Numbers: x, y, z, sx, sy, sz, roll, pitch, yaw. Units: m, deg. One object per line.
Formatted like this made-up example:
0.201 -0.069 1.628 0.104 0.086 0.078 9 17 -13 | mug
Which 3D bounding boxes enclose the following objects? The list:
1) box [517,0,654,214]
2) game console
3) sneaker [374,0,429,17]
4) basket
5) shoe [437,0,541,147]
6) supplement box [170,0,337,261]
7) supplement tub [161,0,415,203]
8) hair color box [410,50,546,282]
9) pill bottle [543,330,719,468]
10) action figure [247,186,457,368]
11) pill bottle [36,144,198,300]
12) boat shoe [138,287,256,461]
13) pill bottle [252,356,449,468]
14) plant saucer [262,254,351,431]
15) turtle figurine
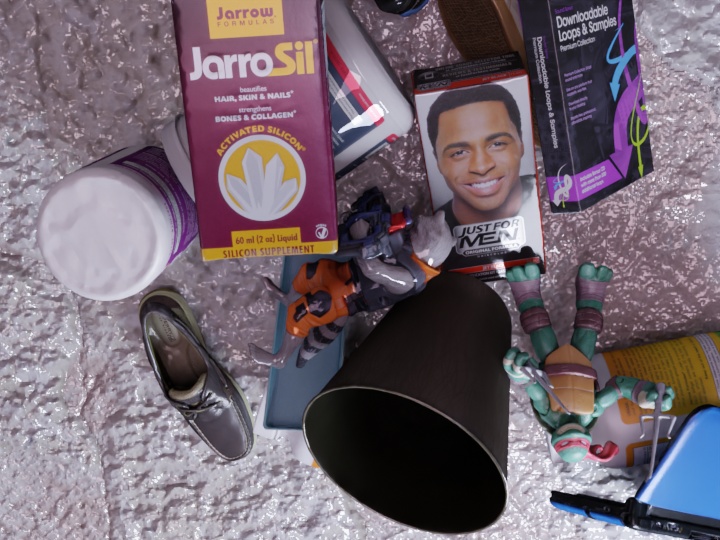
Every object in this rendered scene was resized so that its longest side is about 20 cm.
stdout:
0.201 -0.166 0.826 0.036 0.142 0.202 0 109 44 | box
0.310 0.193 0.894 0.198 0.170 0.120 18 79 -29 | game console
0.004 -0.317 0.819 0.070 0.083 0.201 -19 103 28 | sneaker
0.064 0.102 0.831 0.179 0.200 0.137 30 127 1 | basket
0.137 -0.206 0.865 0.070 0.053 0.201 -23 103 52 | shoe
-0.077 -0.117 0.731 0.109 0.086 0.202 -4 111 0 | supplement box
-0.064 -0.135 0.847 0.199 0.140 0.141 -33 101 11 | supplement tub
0.110 -0.087 0.862 0.100 0.061 0.202 -9 121 7 | hair color box
0.275 0.129 0.911 0.198 0.111 0.112 -11 104 7 | pill bottle
0.000 0.000 0.853 0.192 0.200 0.105 -27 104 18 | action figure
-0.203 -0.052 0.848 0.111 0.200 0.114 1 105 4 | pill bottle
-0.173 0.117 0.962 0.073 0.065 0.201 -28 103 9 | boat shoe
-0.001 0.150 0.936 0.198 0.112 0.113 17 106 -1 | pill bottle
-0.047 0.056 0.902 0.069 0.019 0.202 1 66 8 | plant saucer
0.185 0.091 0.831 0.148 0.202 0.101 9 146 -16 | turtle figurine
